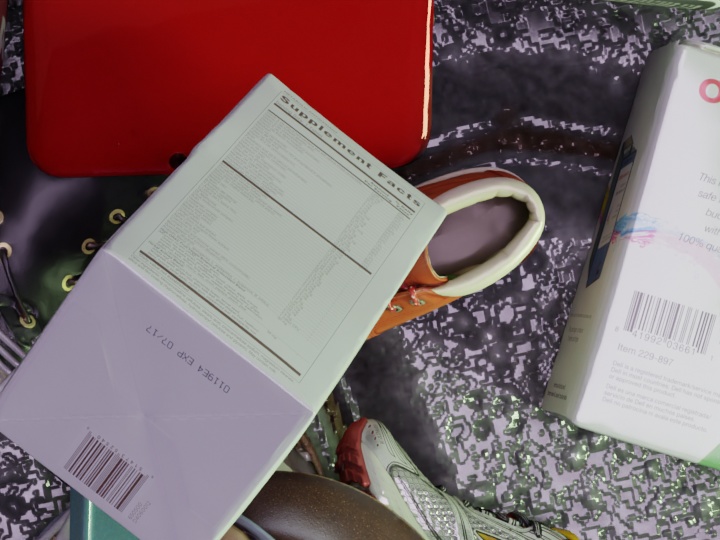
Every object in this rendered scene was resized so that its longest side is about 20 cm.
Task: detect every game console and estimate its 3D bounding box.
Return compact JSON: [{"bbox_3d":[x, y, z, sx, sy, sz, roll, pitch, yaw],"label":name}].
[{"bbox_3d":[-0.069,-0.149,1.203,0.199,0.119,0.173,-2,47,-11],"label":"game console"}]

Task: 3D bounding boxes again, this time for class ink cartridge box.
[{"bbox_3d":[0.193,-0.001,1.243,0.144,0.088,0.201,16,89,-6],"label":"ink cartridge box"}]

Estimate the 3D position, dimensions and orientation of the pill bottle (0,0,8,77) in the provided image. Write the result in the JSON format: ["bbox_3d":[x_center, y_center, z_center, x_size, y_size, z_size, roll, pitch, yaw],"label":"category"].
[{"bbox_3d":[-0.222,-0.125,1.149,0.113,0.114,0.201,5,75,-6],"label":"pill bottle"}]

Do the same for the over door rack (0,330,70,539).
[{"bbox_3d":[-0.212,0.104,1.163,0.148,0.067,0.200,44,113,-11],"label":"over door rack"}]

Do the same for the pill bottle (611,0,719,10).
[{"bbox_3d":[0.140,-0.190,1.206,0.199,0.116,0.117,3,89,-25],"label":"pill bottle"}]

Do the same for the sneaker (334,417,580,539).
[{"bbox_3d":[0.063,0.148,1.241,0.082,0.078,0.200,-45,102,-12],"label":"sneaker"}]

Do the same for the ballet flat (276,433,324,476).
[{"bbox_3d":[-0.028,0.158,1.228,0.070,0.065,0.201,-26,93,-7],"label":"ballet flat"}]

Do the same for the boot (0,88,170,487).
[{"bbox_3d":[-0.136,-0.009,1.219,0.150,0.073,0.201,-28,87,-6],"label":"boot"}]

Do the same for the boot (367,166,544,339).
[{"bbox_3d":[0.000,0.000,1.214,0.199,0.107,0.075,-24,95,-4],"label":"boot"}]

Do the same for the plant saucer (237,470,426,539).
[{"bbox_3d":[-0.033,0.198,1.191,0.199,0.032,0.202,7,106,26],"label":"plant saucer"}]

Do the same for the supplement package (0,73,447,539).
[{"bbox_3d":[-0.058,0.018,1.084,0.114,0.200,0.110,38,121,-1],"label":"supplement package"}]

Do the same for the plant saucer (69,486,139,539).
[{"bbox_3d":[-0.101,0.160,1.136,0.069,0.019,0.201,1,101,-7],"label":"plant saucer"}]

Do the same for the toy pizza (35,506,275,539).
[{"bbox_3d":[-0.094,0.203,1.186,0.199,0.032,0.202,7,105,26],"label":"toy pizza"}]
